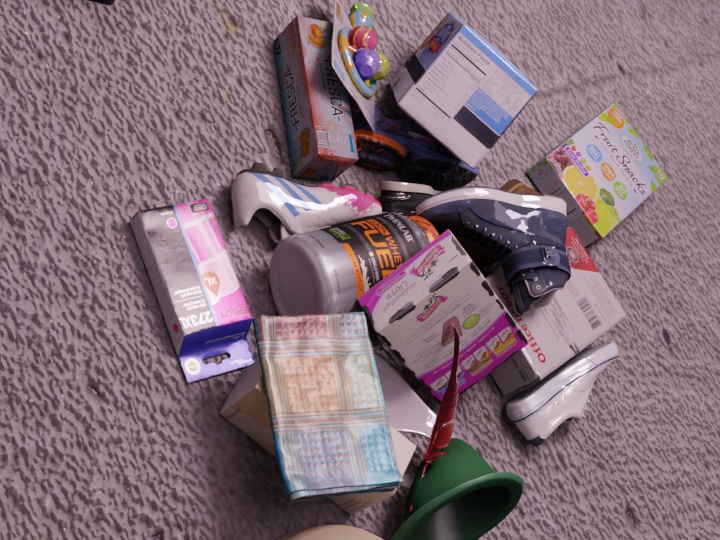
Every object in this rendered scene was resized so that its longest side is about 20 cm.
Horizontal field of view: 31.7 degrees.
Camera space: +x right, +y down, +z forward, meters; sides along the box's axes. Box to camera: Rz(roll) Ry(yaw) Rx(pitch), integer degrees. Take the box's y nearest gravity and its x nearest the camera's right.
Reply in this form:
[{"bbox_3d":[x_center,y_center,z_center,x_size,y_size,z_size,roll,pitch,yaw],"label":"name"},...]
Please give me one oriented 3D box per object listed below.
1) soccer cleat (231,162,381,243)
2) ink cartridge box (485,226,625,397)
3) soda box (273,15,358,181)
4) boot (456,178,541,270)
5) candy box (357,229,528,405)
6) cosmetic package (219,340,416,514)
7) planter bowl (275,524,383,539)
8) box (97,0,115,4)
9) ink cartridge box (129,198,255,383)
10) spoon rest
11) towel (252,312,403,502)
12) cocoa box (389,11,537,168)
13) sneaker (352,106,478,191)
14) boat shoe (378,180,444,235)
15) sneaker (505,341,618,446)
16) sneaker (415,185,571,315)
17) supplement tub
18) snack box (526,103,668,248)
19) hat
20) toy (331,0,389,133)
[{"bbox_3d":[-0.068,-0.068,1.553,0.197,0.070,0.088,11,75,-24],"label":"soccer cleat"},{"bbox_3d":[0.234,0.053,1.675,0.199,0.083,0.148,-28,84,-38],"label":"ink cartridge box"},{"bbox_3d":[-0.058,-0.219,1.621,0.063,0.068,0.203,6,66,-34],"label":"soda box"},{"bbox_3d":[0.173,-0.038,1.648,0.075,0.074,0.200,31,63,33],"label":"boot"},{"bbox_3d":[0.100,0.060,1.495,0.061,0.136,0.200,56,4,41],"label":"candy box"},{"bbox_3d":[-0.048,0.178,1.420,0.199,0.105,0.071,38,53,-11],"label":"cosmetic package"},{"bbox_3d":[-0.012,0.358,1.339,0.198,0.135,0.203,15,60,-27],"label":"planter bowl"},{"bbox_3d":[-0.309,-0.455,1.495,0.103,0.182,0.203,8,64,-29],"label":"box"},{"bbox_3d":[-0.186,0.020,1.448,0.094,0.037,0.202,-13,78,-36],"label":"ink cartridge box"},{"bbox_3d":[0.042,0.169,1.510,0.199,0.060,0.100,39,53,-13],"label":"spoon rest"},{"bbox_3d":[-0.035,0.143,1.367,0.145,0.022,0.203,-1,70,-33],"label":"towel"},{"bbox_3d":[0.131,-0.240,1.655,0.133,0.132,0.200,38,12,-11],"label":"cocoa box"},{"bbox_3d":[0.074,-0.164,1.681,0.198,0.075,0.079,21,55,-26],"label":"sneaker"},{"bbox_3d":[0.100,-0.072,1.659,0.198,0.074,0.067,8,89,-46],"label":"boat shoe"},{"bbox_3d":[0.272,0.162,1.666,0.199,0.073,0.071,-30,95,-30],"label":"sneaker"},{"bbox_3d":[0.169,-0.023,1.574,0.199,0.077,0.148,3,69,-12],"label":"sneaker"},{"bbox_3d":[0.000,0.000,1.522,0.198,0.122,0.124,-17,78,-37],"label":"supplement tub"},{"bbox_3d":[0.350,-0.140,1.862,0.199,0.053,0.143,-36,91,-39],"label":"snack box"},{"bbox_3d":[0.085,0.214,1.478,0.199,0.166,0.177,-32,58,3],"label":"hat"},{"bbox_3d":[0.006,-0.285,1.646,0.116,0.047,0.201,53,21,-36],"label":"toy"}]
